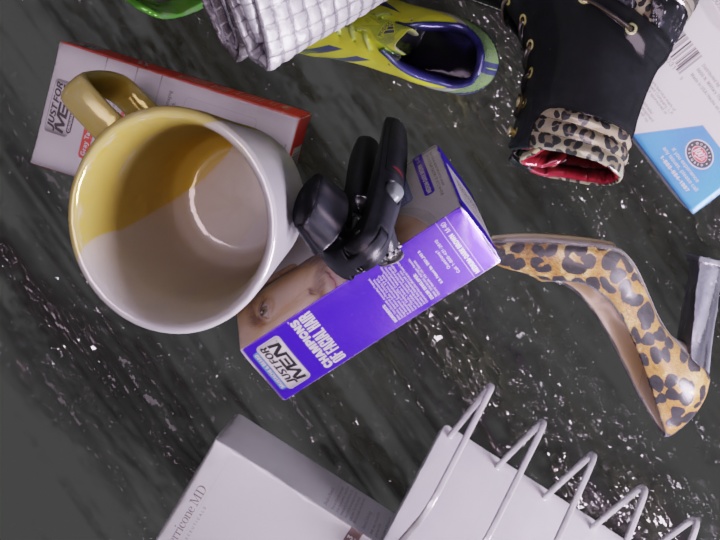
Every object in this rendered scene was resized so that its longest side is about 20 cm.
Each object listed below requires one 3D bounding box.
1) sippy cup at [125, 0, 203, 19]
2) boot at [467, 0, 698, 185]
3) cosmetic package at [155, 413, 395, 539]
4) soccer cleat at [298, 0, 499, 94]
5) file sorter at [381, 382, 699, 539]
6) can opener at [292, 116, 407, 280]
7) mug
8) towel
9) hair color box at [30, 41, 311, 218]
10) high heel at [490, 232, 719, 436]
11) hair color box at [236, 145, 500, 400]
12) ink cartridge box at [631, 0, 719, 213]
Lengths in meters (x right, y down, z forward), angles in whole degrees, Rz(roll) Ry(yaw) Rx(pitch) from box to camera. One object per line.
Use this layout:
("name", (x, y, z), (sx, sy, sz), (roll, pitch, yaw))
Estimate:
("sippy cup", (-0.127, -0.282, 1.011), (0.139, 0.130, 0.180), (-7, 91, 40))
("boot", (0.119, -0.153, 0.975), (0.202, 0.073, 0.155), (16, 78, 24))
("cosmetic package", (-0.053, 0.220, 1.129), (0.199, 0.081, 0.114), (30, 103, 1))
("soccer cleat", (0.010, -0.183, 1.057), (0.198, 0.084, 0.065), (16, 101, 4))
("file sorter", (0.135, 0.203, 1.051), (0.199, 0.139, 0.125), (33, 146, 1))
("can opener", (0.008, -0.061, 1.021), (0.063, 0.201, 0.079), (-21, 114, 25))
("mug", (-0.112, -0.062, 0.991), (0.148, 0.153, 0.189), (-10, 96, 16))
("towel", (-0.048, -0.263, 0.952), (0.165, 0.085, 0.201), (-33, 126, -23))
("hair color box", (-0.149, -0.105, 1.101), (0.198, 0.061, 0.103), (18, 101, 3))
("high heel", (0.179, 0.048, 1.076), (0.198, 0.071, 0.144), (9, 94, -4))
("hair color box", (0.000, 0.000, 1.068), (0.199, 0.110, 0.065), (-35, 119, 11))
("ink cartridge box", (0.278, -0.163, 1.026), (0.199, 0.084, 0.146), (-38, 91, 11))
